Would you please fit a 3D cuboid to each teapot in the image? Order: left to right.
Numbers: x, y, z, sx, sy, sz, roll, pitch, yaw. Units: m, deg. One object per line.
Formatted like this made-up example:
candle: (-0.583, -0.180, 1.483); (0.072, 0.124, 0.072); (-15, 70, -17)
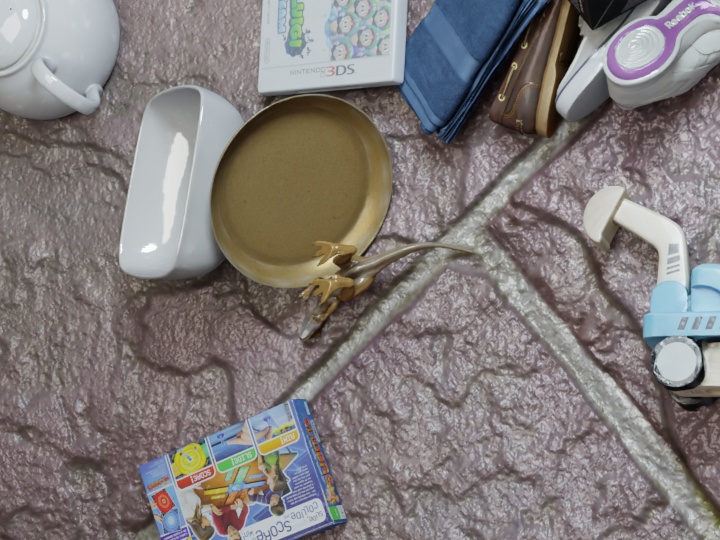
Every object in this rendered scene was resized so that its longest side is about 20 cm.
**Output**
teapot: (-0.369, -0.261, 1.832); (0.199, 0.146, 0.199); (-2, 85, 24)

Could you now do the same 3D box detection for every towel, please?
towel: (0.105, -0.232, 1.628); (0.200, 0.048, 0.112); (-58, 45, 35)

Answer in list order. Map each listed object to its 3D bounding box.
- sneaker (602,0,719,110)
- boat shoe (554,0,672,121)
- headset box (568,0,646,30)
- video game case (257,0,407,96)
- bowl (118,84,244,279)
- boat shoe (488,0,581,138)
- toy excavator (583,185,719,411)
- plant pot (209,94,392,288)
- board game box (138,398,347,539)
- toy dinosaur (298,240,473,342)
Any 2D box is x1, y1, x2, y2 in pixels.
sneaker: (0.310, -0.220, 1.559); (0.199, 0.100, 0.075); (-30, 65, -4)
boat shoe: (0.241, -0.236, 1.590); (0.066, 0.072, 0.200); (40, 100, 24)
headset box: (0.223, -0.340, 1.557); (0.148, 0.075, 0.200); (-30, 55, -4)
video game case: (-0.028, -0.285, 1.722); (0.181, 0.024, 0.202); (0, 85, 38)
bowl: (-0.177, -0.086, 1.732); (0.199, 0.074, 0.201); (4, 85, 64)
boat shoe: (0.177, -0.231, 1.617); (0.070, 0.070, 0.201); (18, 91, 23)
toy excavator: (0.300, 0.021, 1.538); (0.193, 0.100, 0.201); (-1, 72, 23)
plant pot: (-0.062, -0.080, 1.667); (0.201, 0.199, 0.027); (-64, 32, 7)
board game box: (-0.124, 0.232, 1.736); (0.199, 0.034, 0.136); (-24, 77, 21)
toy dinosaur: (0.000, 0.000, 1.676); (0.199, 0.106, 0.061); (-32, 67, 26)
